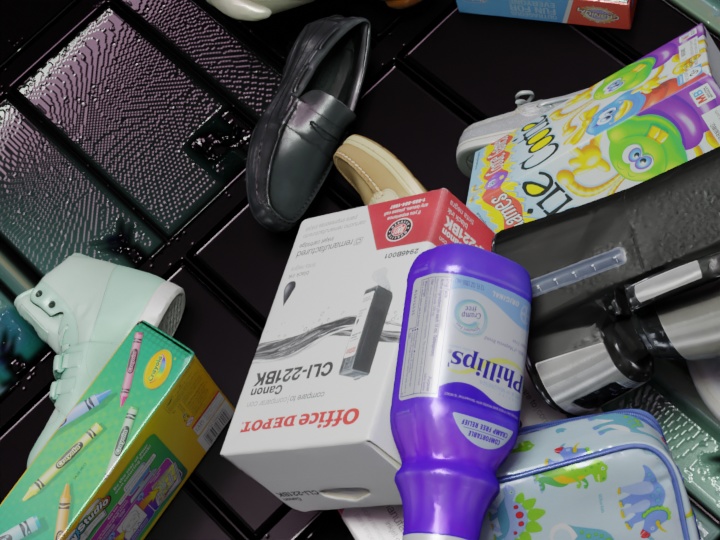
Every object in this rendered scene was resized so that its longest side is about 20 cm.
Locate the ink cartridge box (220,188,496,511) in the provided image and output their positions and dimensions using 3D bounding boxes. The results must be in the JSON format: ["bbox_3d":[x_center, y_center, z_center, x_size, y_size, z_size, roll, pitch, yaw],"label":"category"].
[{"bbox_3d":[0.005,0.057,1.159,0.144,0.084,0.200,-11,51,42],"label":"ink cartridge box"}]

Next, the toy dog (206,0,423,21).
[{"bbox_3d":[-0.032,-0.284,1.409,0.200,0.140,0.194,-1,33,0],"label":"toy dog"}]

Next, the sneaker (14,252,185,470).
[{"bbox_3d":[-0.236,0.077,1.327,0.118,0.074,0.201,22,62,14],"label":"sneaker"}]

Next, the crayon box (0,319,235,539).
[{"bbox_3d":[-0.186,0.150,1.257,0.058,0.119,0.200,29,74,23],"label":"crayon box"}]

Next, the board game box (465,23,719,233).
[{"bbox_3d":[0.191,-0.076,1.234,0.200,0.103,0.105,-29,20,21],"label":"board game box"}]

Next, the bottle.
[{"bbox_3d":[0.060,0.086,1.054,0.065,0.083,0.200,-20,55,52],"label":"bottle"}]

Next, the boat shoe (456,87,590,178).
[{"bbox_3d":[0.173,-0.116,1.334,0.202,0.074,0.065,-13,57,2],"label":"boat shoe"}]

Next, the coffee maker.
[{"bbox_3d":[0.202,-0.016,1.130,0.200,0.135,0.192,-20,50,28],"label":"coffee maker"}]

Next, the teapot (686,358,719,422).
[{"bbox_3d":[0.335,0.042,1.184,0.197,0.146,0.200,24,98,43],"label":"teapot"}]

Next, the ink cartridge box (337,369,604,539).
[{"bbox_3d":[0.075,0.133,1.226,0.200,0.084,0.145,-32,63,-4],"label":"ink cartridge box"}]

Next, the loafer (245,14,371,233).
[{"bbox_3d":[-0.040,-0.125,1.377,0.070,0.068,0.201,-12,53,48],"label":"loafer"}]

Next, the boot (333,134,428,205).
[{"bbox_3d":[0.000,0.000,1.317,0.155,0.073,0.200,-37,66,-5],"label":"boot"}]

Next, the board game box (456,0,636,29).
[{"bbox_3d":[0.175,-0.308,1.439,0.153,0.040,0.200,9,67,16],"label":"board game box"}]

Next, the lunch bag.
[{"bbox_3d":[0.152,0.199,1.126,0.161,0.200,0.082,-15,18,4],"label":"lunch bag"}]
